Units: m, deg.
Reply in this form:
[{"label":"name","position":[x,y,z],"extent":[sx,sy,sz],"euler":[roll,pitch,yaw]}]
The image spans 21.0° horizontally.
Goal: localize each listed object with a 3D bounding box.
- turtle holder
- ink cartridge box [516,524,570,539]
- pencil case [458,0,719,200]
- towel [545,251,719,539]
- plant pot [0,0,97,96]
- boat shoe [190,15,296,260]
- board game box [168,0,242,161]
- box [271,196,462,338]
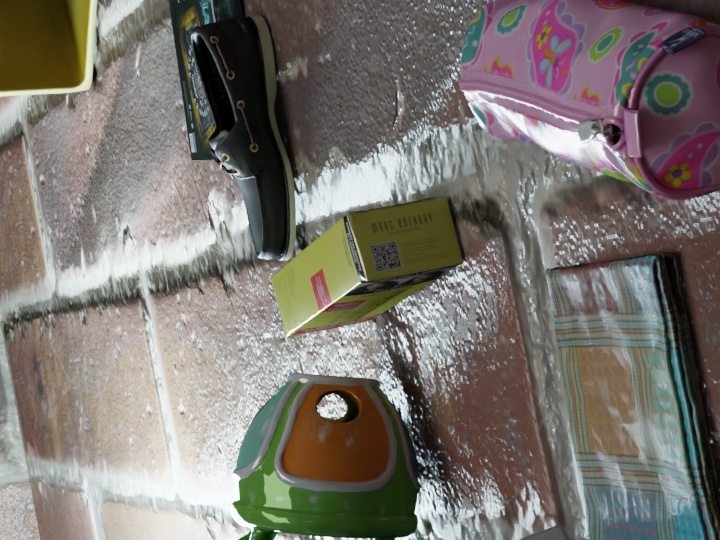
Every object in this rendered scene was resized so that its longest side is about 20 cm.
[{"label":"turtle holder","position":[-0.018,0.144,1.419],"extent":[0.185,0.140,0.132],"euler":[14,-102,-69]},{"label":"ink cartridge box","position":[0.038,0.240,1.155],"extent":[0.145,0.199,0.084],"euler":[98,152,-64]},{"label":"pencil case","position":[0.120,-0.090,0.958],"extent":[0.200,0.087,0.088],"euler":[-146,49,-65]},{"label":"towel","position":[0.149,0.093,1.062],"extent":[0.147,0.022,0.201],"euler":[170,90,-70]},{"label":"plant pot","position":[-0.402,-0.329,2.128],"extent":[0.195,0.195,0.200],"euler":[104,155,-49]},{"label":"boat shoe","position":[-0.095,-0.104,1.575],"extent":[0.074,0.063,0.202],"euler":[-179,77,-68]},{"label":"board game box","position":[-0.130,-0.195,1.670],"extent":[0.135,0.028,0.201],"euler":[-171,72,-69]},{"label":"box","position":[0.000,0.000,1.348],"extent":[0.200,0.075,0.050],"euler":[147,111,-68]}]
